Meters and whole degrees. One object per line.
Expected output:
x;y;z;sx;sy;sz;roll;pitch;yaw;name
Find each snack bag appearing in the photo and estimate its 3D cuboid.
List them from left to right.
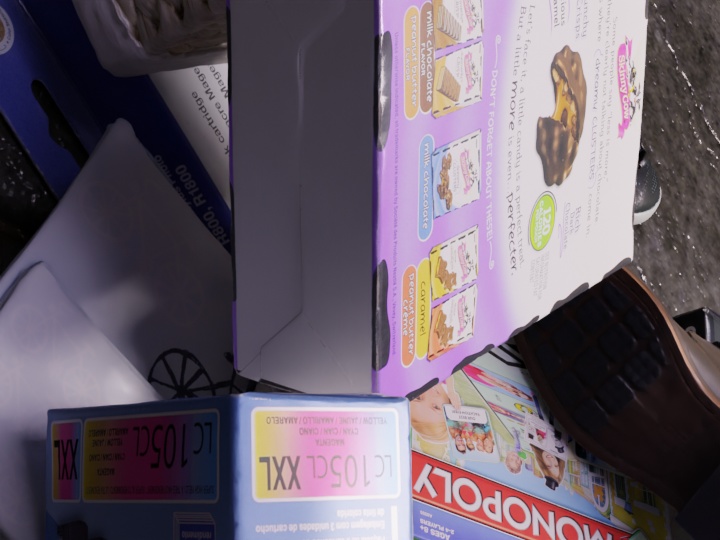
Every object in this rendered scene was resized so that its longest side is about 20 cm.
-0.076;0.061;0.712;0.189;0.021;0.200;50;40;-21;snack bag

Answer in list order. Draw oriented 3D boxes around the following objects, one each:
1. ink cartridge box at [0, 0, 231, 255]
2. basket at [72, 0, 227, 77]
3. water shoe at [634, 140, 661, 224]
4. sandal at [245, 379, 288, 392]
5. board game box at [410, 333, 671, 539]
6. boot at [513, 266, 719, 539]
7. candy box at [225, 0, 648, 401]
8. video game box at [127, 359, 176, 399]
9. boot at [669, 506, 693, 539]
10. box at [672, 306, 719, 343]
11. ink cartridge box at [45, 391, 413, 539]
-0.087;-0.102;0.832;0.197;0.043;0.200;58;37;-13;ink cartridge box
-0.040;-0.213;0.784;0.200;0.160;0.199;-21;87;-51;basket
0.140;-0.108;1.075;0.200;0.079;0.072;48;42;-24;water shoe
-0.012;0.053;0.702;0.076;0.043;0.201;17;50;-23;sandal
0.055;0.080;0.791;0.199;0.029;0.135;23;47;-25;board game box
0.145;0.059;0.826;0.200;0.075;0.097;51;18;17;boot
0.037;-0.059;0.689;0.200;0.071;0.169;-26;123;-49;candy box
-0.076;0.164;0.714;0.182;0.047;0.201;44;44;-31;video game box
0.162;0.149;0.954;0.095;0.074;0.200;23;50;12;boot
0.246;0.145;1.109;0.159;0.046;0.201;31;51;-38;box
-0.047;0.144;0.591;0.076;0.136;0.201;2;83;-36;ink cartridge box
